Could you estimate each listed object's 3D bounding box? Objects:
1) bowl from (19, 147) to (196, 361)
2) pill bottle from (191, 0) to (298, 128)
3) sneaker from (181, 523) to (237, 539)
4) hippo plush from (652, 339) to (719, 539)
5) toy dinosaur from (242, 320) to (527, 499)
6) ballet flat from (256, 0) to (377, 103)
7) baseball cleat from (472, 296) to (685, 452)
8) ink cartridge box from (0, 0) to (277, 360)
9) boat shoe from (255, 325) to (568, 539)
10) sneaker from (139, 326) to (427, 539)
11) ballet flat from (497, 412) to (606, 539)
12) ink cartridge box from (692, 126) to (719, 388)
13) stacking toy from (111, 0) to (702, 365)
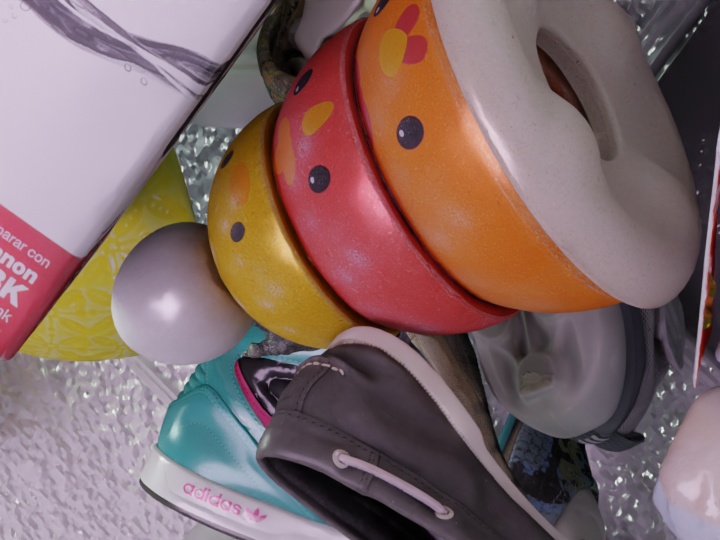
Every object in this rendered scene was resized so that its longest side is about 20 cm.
[{"bbox_3d":[-0.152,-0.042,1.129,0.200,0.108,0.200,54,160,30],"label":"bowl"},{"bbox_3d":[-0.044,-0.159,1.059,0.112,0.112,0.200,15,117,30],"label":"pill bottle"},{"bbox_3d":[-0.055,0.142,1.162,0.200,0.088,0.075,-165,67,-67],"label":"sneaker"},{"bbox_3d":[0.188,0.080,0.957,0.161,0.159,0.200,25,103,13],"label":"hippo plush"},{"bbox_3d":[0.000,0.000,1.051,0.200,0.088,0.047,-107,34,-45],"label":"toy dinosaur"},{"bbox_3d":[0.036,-0.128,0.998,0.071,0.071,0.200,44,104,13],"label":"ballet flat"},{"bbox_3d":[0.069,-0.031,1.058,0.070,0.106,0.200,-13,70,28],"label":"baseball cleat"},{"bbox_3d":[-0.077,-0.089,0.947,0.084,0.144,0.200,35,111,-3],"label":"ink cartridge box"},{"bbox_3d":[0.044,0.107,0.940,0.200,0.057,0.067,47,147,-6],"label":"boat shoe"},{"bbox_3d":[0.027,0.061,1.120,0.200,0.084,0.121,19,96,0],"label":"sneaker"},{"bbox_3d":[0.057,0.136,1.033,0.074,0.200,0.074,20,160,8],"label":"ballet flat"},{"bbox_3d":[0.139,-0.068,0.898,0.047,0.160,0.200,8,96,8],"label":"ink cartridge box"},{"bbox_3d":[0.000,-0.018,0.963,0.200,0.146,0.146,-29,90,23],"label":"stacking toy"}]
